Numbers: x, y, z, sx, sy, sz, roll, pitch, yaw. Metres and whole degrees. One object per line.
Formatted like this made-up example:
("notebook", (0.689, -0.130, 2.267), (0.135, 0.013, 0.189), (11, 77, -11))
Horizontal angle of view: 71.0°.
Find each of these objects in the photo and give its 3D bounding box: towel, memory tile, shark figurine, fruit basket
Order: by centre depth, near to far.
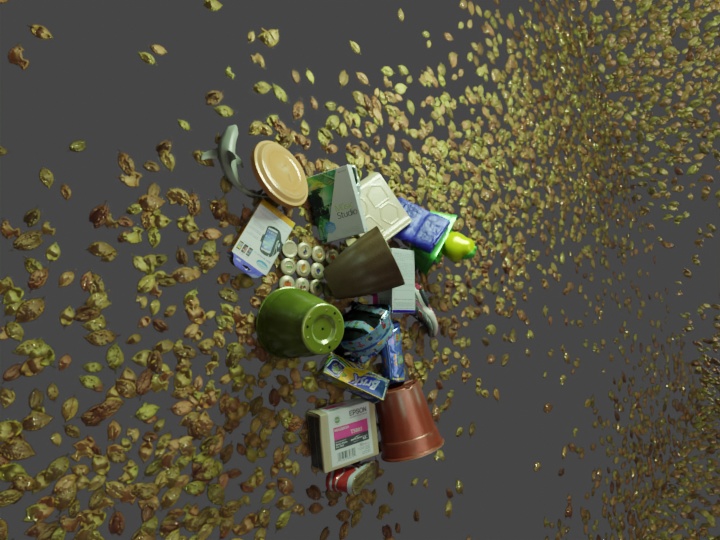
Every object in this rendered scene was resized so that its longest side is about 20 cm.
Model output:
("shark figurine", (-0.324, -0.269, 1.323), (0.128, 0.089, 0.216), (-32, 103, -33))
("memory tile", (-0.147, -0.002, 1.473), (0.199, 0.017, 0.155), (9, 80, -36))
("towel", (0.175, -0.153, 1.635), (0.148, 0.199, 0.050), (-54, 159, -29))
("fruit basket", (0.283, -0.082, 1.691), (0.214, 0.156, 0.217), (3, 65, -6))

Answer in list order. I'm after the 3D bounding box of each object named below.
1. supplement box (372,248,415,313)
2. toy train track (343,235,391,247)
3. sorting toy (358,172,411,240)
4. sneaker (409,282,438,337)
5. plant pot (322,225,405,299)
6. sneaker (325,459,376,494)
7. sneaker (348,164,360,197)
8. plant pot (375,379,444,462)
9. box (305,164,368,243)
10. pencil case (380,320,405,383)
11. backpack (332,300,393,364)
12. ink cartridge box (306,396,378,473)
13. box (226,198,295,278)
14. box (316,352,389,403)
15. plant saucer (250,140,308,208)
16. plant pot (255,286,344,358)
("supplement box", (0.105, 0.036, 1.608), (0.103, 0.101, 0.202), (3, 84, -37))
("toy train track", (0.020, -0.089, 1.598), (0.199, 0.032, 0.115), (-10, 70, -44))
("sorting toy", (0.039, -0.185, 1.585), (0.185, 0.036, 0.200), (-37, 90, -22))
("sneaker", (0.199, 0.139, 1.695), (0.074, 0.081, 0.201), (-29, 104, -6))
("plant pot", (0.000, 0.000, 1.456), (0.199, 0.187, 0.188), (-27, 104, 1))
("sneaker", (-0.030, 0.600, 1.482), (0.200, 0.112, 0.072), (16, 71, -66))
("sneaker", (-0.030, -0.220, 1.505), (0.074, 0.087, 0.202), (-4, 80, -20))
("plant pot", (0.133, 0.450, 1.545), (0.200, 0.200, 0.197), (-12, 84, -37))
("box", (-0.071, -0.192, 1.475), (0.036, 0.143, 0.201), (-28, 103, -70))
("pencil case", (0.093, 0.256, 1.590), (0.087, 0.077, 0.202), (-4, 87, -66))
("backpack", (0.016, 0.180, 1.465), (0.183, 0.199, 0.135), (-44, 111, -32))
("ink cartridge box", (-0.048, 0.472, 1.465), (0.199, 0.075, 0.166), (-5, 90, -37))
("box", (-0.273, -0.080, 1.372), (0.119, 0.041, 0.201), (39, 66, -28))
("box", (-0.021, 0.313, 1.460), (0.199, 0.070, 0.065), (27, 59, -11))
("plant saucer", (-0.215, -0.267, 1.387), (0.200, 0.032, 0.201), (35, 42, -38))
("plant pot", (-0.146, 0.145, 1.339), (0.199, 0.192, 0.202), (0, 90, -36))
